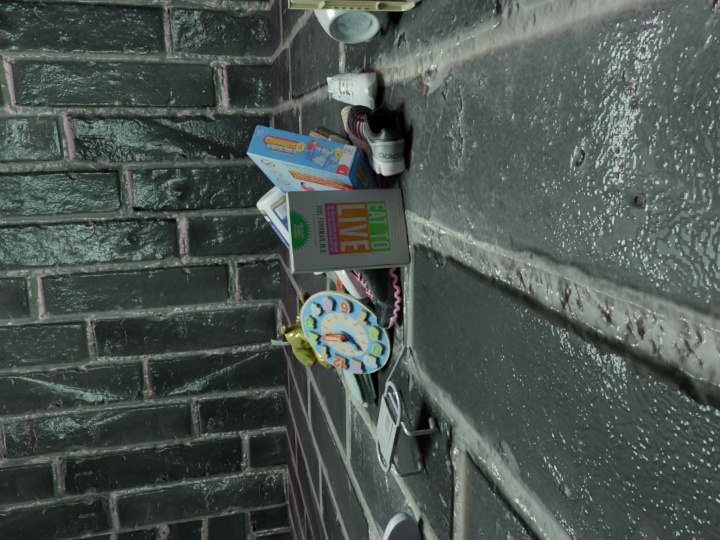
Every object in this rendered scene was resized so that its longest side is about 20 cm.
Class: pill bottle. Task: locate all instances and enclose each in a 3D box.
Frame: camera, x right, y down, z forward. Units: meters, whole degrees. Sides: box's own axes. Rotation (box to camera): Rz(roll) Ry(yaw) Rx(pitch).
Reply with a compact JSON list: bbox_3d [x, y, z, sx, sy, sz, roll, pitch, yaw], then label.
[{"bbox_3d":[-0.124,-0.095,1.286,0.201,0.110,0.111,55,175,-17],"label":"pill bottle"}]

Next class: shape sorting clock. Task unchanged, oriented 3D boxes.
[{"bbox_3d":[-0.032,0.127,1.175,0.039,0.198,0.202,-54,-19,-43],"label":"shape sorting clock"}]

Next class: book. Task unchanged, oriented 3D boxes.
[{"bbox_3d":[-0.023,-0.069,1.009,0.048,0.197,0.136,148,117,-75],"label":"book"}]

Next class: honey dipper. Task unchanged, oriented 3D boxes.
[{"bbox_3d":[-0.005,-0.256,1.242,0.038,0.037,0.203,110,152,-59],"label":"honey dipper"}]

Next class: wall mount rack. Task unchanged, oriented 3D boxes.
[{"bbox_3d":[0.066,0.237,1.004,0.175,0.073,0.202,-113,23,-46],"label":"wall mount rack"}]

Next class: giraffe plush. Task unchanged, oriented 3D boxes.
[{"bbox_3d":[-0.133,0.161,1.692,0.174,0.197,0.163,97,-167,-48],"label":"giraffe plush"}]

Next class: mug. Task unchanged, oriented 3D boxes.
[{"bbox_3d":[-0.009,-0.474,1.006,0.200,0.145,0.178,29,-126,-67],"label":"mug"}]

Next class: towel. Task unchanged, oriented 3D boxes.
[{"bbox_3d":[-0.025,0.186,1.327,0.171,0.047,0.203,-146,40,-73],"label":"towel"}]

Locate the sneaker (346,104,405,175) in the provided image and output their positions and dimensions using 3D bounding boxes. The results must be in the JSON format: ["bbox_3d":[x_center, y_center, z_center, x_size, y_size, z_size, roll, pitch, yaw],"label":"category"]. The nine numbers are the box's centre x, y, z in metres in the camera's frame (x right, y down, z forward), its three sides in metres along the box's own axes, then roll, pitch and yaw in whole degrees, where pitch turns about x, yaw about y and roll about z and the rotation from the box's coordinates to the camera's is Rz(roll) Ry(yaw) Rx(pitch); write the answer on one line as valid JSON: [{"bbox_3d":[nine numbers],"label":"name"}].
[{"bbox_3d":[0.029,-0.248,1.022,0.201,0.073,0.088,-115,24,-46],"label":"sneaker"}]

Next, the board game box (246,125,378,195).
[{"bbox_3d":[-0.079,-0.178,1.093,0.196,0.197,0.057,51,-124,-71],"label":"board game box"}]

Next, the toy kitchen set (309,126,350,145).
[{"bbox_3d":[-0.099,-0.273,1.295,0.165,0.198,0.181,-60,-13,-15],"label":"toy kitchen set"}]

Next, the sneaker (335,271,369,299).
[{"bbox_3d":[-0.042,-0.026,1.150,0.088,0.075,0.202,-43,69,45],"label":"sneaker"}]

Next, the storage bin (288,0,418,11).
[{"bbox_3d":[-0.008,-0.486,0.847,0.094,0.195,0.203,-109,19,-72],"label":"storage bin"}]

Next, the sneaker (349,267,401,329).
[{"bbox_3d":[0.020,0.007,1.078,0.079,0.094,0.204,179,86,-75],"label":"sneaker"}]

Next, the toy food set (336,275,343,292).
[{"bbox_3d":[-0.027,-0.006,1.372,0.198,0.048,0.203,-144,52,-73],"label":"toy food set"}]

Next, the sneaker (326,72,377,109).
[{"bbox_3d":[-0.016,-0.354,1.172,0.200,0.079,0.072,-130,40,-66],"label":"sneaker"}]

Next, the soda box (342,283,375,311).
[{"bbox_3d":[0.000,0.000,1.207,0.063,0.070,0.204,-179,85,-74],"label":"soda box"}]

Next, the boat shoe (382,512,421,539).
[{"bbox_3d":[0.067,0.505,1.071,0.070,0.070,0.203,-127,29,-62],"label":"boat shoe"}]
